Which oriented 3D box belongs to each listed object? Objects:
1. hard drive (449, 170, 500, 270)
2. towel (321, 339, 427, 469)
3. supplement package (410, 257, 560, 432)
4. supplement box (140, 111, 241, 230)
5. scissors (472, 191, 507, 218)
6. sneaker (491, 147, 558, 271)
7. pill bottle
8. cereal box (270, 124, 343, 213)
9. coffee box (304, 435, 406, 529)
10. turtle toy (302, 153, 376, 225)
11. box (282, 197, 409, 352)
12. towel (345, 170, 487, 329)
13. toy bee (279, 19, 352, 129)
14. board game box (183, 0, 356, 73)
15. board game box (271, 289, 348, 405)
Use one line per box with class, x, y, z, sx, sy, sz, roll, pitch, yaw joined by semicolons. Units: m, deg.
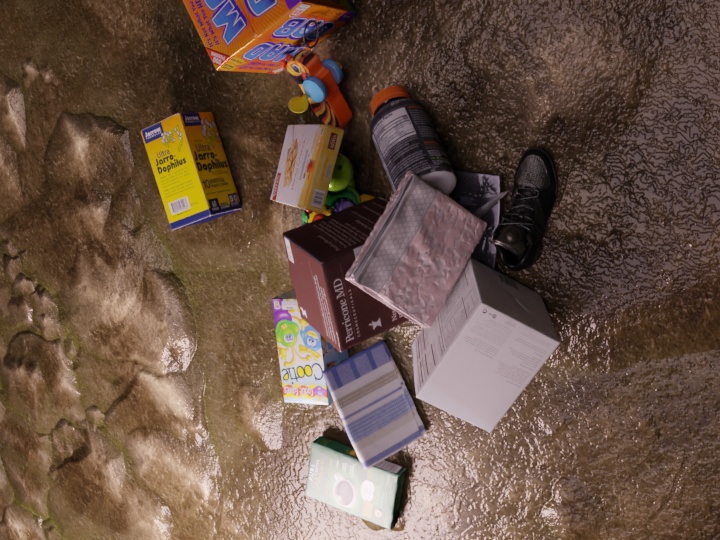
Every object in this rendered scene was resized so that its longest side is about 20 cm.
hard drive;0.177;-0.071;1.328;0.133;0.042;0.204;9;106;25
towel;0.026;0.248;1.432;0.203;0.145;0.024;65;158;-1
supplement package;0.198;0.122;1.272;0.150;0.151;0.202;26;115;-13
supplement box;-0.331;-0.197;1.514;0.108;0.108;0.204;-15;95;28
scissors;0.170;-0.066;1.302;0.197;0.014;0.074;-22;89;28
sneaker;0.266;-0.093;1.241;0.075;0.114;0.203;16;106;20
pill bottle;0.079;-0.211;1.288;0.106;0.105;0.203;-34;61;28
cereal box;-0.099;-0.183;1.359;0.199;0.039;0.147;20;96;64
coffee box;-0.012;0.418;1.529;0.197;0.044;0.126;14;107;23
turtle toy;-0.049;-0.112;1.398;0.143;0.101;0.204;15;108;22
box;0.000;0.000;1.297;0.164;0.197;0.169;33;140;55
towel;0.094;-0.029;1.223;0.202;0.190;0.032;-59;34;1
toy bee;-0.084;-0.347;1.354;0.108;0.130;0.203;19;127;37
board game box;-0.166;-0.481;1.317;0.198;0.199;0.203;-27;88;28
board game box;-0.092;0.141;1.473;0.101;0.105;0.204;-2;100;27
